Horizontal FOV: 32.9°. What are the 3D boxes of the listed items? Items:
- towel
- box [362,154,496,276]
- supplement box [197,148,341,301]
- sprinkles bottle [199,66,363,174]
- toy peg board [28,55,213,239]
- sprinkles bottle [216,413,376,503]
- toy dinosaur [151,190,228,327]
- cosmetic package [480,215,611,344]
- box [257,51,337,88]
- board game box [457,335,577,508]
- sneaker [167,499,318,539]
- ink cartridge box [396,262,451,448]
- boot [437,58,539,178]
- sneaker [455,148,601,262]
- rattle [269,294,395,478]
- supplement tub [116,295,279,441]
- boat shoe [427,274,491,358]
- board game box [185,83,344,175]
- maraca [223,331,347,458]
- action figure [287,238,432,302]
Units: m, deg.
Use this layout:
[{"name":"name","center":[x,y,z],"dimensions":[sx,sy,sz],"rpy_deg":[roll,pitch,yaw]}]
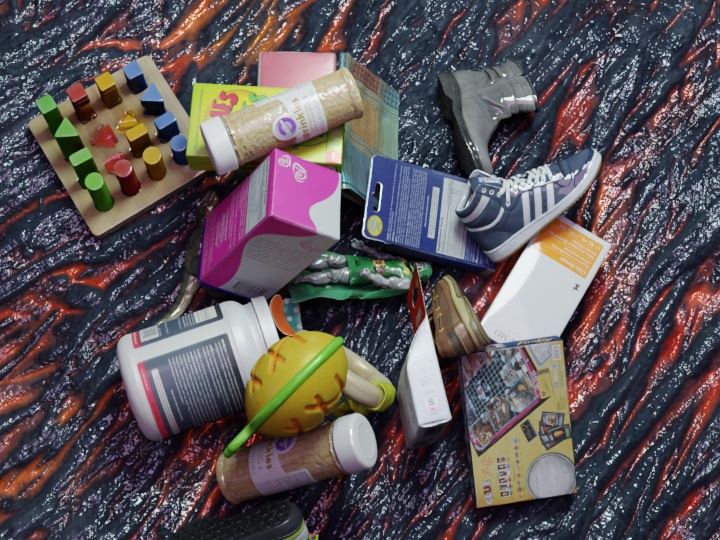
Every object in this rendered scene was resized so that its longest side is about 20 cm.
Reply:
[{"name":"towel","center":[0.012,-0.180,1.659],"dimensions":[0.021,0.146,0.203],"rpy_deg":[-10,68,31]},{"name":"box","center":[0.095,-0.075,1.646],"dimensions":[0.198,0.032,0.123],"rpy_deg":[14,71,-19]},{"name":"supplement box","center":[-0.117,-0.052,1.548],"dimensions":[0.100,0.200,0.105],"rpy_deg":[19,57,-28]},{"name":"sprinkles bottle","center":[-0.097,-0.186,1.504],"dimensions":[0.198,0.068,0.069],"rpy_deg":[-23,74,-7]},{"name":"toy peg board","center":[-0.331,-0.187,1.668],"dimensions":[0.198,0.098,0.201],"rpy_deg":[-31,76,-10]},{"name":"sprinkles bottle","center":[-0.080,0.235,1.506],"dimensions":[0.198,0.068,0.069],"rpy_deg":[-19,71,22]},{"name":"toy dinosaur","center":[-0.206,-0.003,1.643],"dimensions":[0.087,0.048,0.202],"rpy_deg":[15,75,10]},{"name":"cosmetic package","center":[0.241,0.031,1.627],"dimensions":[0.101,0.071,0.201],"rpy_deg":[30,75,8]},{"name":"box","center":[-0.086,-0.179,1.655],"dimensions":[0.107,0.128,0.203],"rpy_deg":[0,73,-1]},{"name":"board game box","center":[0.199,0.192,1.550],"dimensions":[0.134,0.035,0.203],"rpy_deg":[-7,98,-4]},{"name":"sneaker","center":[-0.150,0.352,1.514],"dimensions":[0.198,0.083,0.072],"rpy_deg":[-15,31,15]},{"name":"ink cartridge box","center":[0.066,0.113,1.547],"dimensions":[0.056,0.163,0.202],"rpy_deg":[-14,74,-7]},{"name":"boot","center":[0.189,-0.214,1.685],"dimensions":[0.130,0.070,0.202],"rpy_deg":[-11,58,-5]},{"name":"sneaker","center":[0.214,-0.112,1.596],"dimensions":[0.200,0.070,0.108],"rpy_deg":[-42,107,13]},{"name":"rattle","center":[-0.064,0.144,1.571],"dimensions":[0.199,0.131,0.143],"rpy_deg":[31,116,-7]},{"name":"supplement tub","center":[-0.198,0.122,1.550],"dimensions":[0.198,0.141,0.142],"rpy_deg":[-18,73,-7]},{"name":"boat shoe","center":[0.111,0.060,1.559],"dimensions":[0.067,0.200,0.072],"rpy_deg":[-30,105,3]},{"name":"board game box","center":[-0.119,-0.180,1.563],"dimensions":[0.197,0.048,0.103],"rpy_deg":[3,73,1]},{"name":"maraca","center":[-0.091,0.151,1.456],"dimensions":[0.107,0.137,0.200],"rpy_deg":[46,108,6]},{"name":"action figure","center":[0.000,0.000,1.627],"dimensions":[0.197,0.055,0.119],"rpy_deg":[1,39,-14]}]
